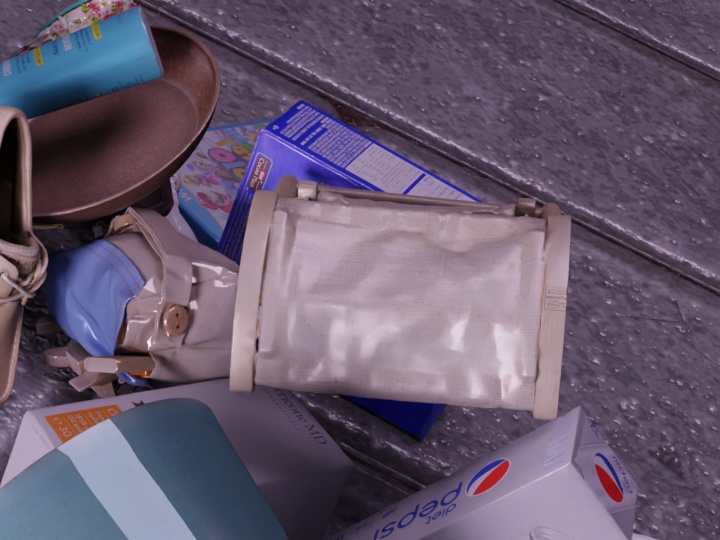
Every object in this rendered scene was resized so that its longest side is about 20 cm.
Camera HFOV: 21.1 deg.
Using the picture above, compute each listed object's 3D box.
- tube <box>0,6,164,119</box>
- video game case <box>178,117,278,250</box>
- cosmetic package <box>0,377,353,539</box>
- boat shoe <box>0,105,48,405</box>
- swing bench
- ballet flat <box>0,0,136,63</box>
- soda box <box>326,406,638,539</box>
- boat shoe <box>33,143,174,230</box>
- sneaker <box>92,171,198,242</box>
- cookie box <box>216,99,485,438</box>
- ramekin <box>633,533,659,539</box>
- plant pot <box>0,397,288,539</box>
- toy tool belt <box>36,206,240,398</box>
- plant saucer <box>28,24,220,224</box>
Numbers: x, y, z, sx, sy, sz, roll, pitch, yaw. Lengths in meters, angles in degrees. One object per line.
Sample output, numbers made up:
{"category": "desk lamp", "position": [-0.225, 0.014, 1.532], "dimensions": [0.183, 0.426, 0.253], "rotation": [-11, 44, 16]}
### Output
{"category": "tube", "position": [-0.236, -0.125, 1.336], "dimensions": [0.198, 0.051, 0.078], "rotation": [-20, 20, -1]}
{"category": "video game case", "position": [-0.092, -0.074, 1.621], "dimensions": [0.199, 0.018, 0.143], "rotation": [-13, 47, -46]}
{"category": "cosmetic package", "position": [-0.115, 0.132, 1.227], "dimensions": [0.199, 0.072, 0.101], "rotation": [-7, 42, -43]}
{"category": "boat shoe", "position": [-0.237, -0.005, 1.237], "dimensions": [0.064, 0.202, 0.072], "rotation": [3, 7, 28]}
{"category": "swing bench", "position": [0.029, 0.013, 1.233], "dimensions": [0.197, 0.131, 0.200], "rotation": [5, 3, 3]}
{"category": "ballet flat", "position": [-0.240, -0.141, 1.476], "dimensions": [0.075, 0.199, 0.064], "rotation": [12, 57, -52]}
{"category": "soda box", "position": [0.068, 0.165, 1.174], "dimensions": [0.068, 0.199, 0.064], "rotation": [53, 25, -16]}
{"category": "boat shoe", "position": [-0.232, -0.057, 1.407], "dimensions": [0.198, 0.060, 0.072], "rotation": [-6, 38, 16]}
{"category": "sneaker", "position": [-0.166, -0.059, 1.490], "dimensions": [0.099, 0.078, 0.200], "rotation": [-4, 41, -43]}
{"category": "cookie box", "position": [0.000, 0.000, 1.419], "dimensions": [0.199, 0.172, 0.075], "rotation": [30, 33, 10]}
{"category": "ramekin", "position": [0.174, 0.264, 1.193], "dimensions": [0.199, 0.098, 0.201], "rotation": [17, 30, -10]}
{"category": "plant pot", "position": [-0.113, 0.195, 1.018], "dimensions": [0.200, 0.201, 0.161], "rotation": [-16, 59, -48]}
{"category": "toy tool belt", "position": [-0.167, 0.023, 1.306], "dimensions": [0.122, 0.126, 0.199], "rotation": [-20, 24, -30]}
{"category": "plant saucer", "position": [-0.187, -0.096, 1.354], "dimensions": [0.199, 0.037, 0.201], "rotation": [-12, 41, 10]}
